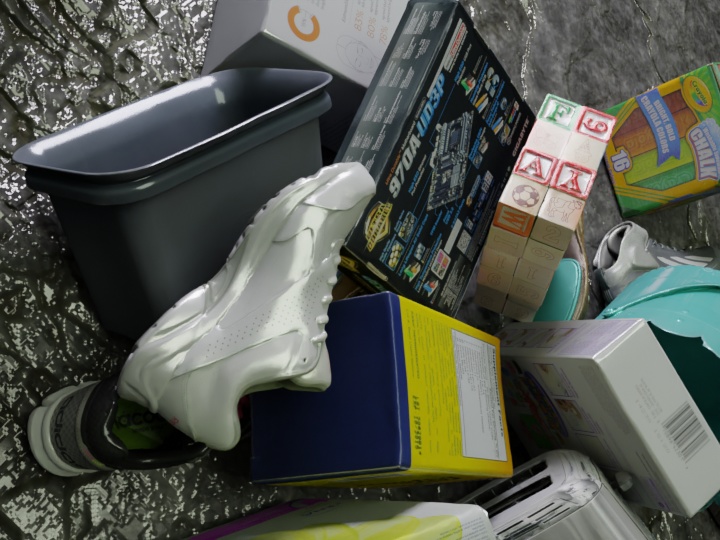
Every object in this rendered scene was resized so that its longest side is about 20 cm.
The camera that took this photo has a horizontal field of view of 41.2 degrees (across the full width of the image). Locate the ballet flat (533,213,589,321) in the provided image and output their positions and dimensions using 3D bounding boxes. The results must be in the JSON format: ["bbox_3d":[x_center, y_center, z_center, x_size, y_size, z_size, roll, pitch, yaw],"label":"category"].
[{"bbox_3d":[0.195,-0.003,0.933,0.072,0.068,0.200,36,49,-49],"label":"ballet flat"}]

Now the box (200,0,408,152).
[{"bbox_3d":[-0.014,-0.180,0.789,0.200,0.097,0.125,24,62,-32],"label":"box"}]

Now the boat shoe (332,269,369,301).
[{"bbox_3d":[0.000,0.000,0.758,0.200,0.072,0.072,-48,115,-35],"label":"boat shoe"}]

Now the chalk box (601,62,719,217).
[{"bbox_3d":[0.377,-0.147,1.030,0.124,0.200,0.125,-12,83,-41],"label":"chalk box"}]

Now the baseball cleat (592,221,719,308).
[{"bbox_3d":[0.323,-0.013,1.028,0.200,0.070,0.107,-25,92,-42],"label":"baseball cleat"}]

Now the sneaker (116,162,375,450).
[{"bbox_3d":[-0.046,0.023,0.572,0.099,0.078,0.200,40,75,0],"label":"sneaker"}]

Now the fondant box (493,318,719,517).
[{"bbox_3d":[0.188,0.114,0.784,0.058,0.200,0.144,-36,99,-20],"label":"fondant box"}]

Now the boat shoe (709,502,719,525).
[{"bbox_3d":[0.426,0.254,1.025,0.072,0.076,0.200,-38,110,-44],"label":"boat shoe"}]

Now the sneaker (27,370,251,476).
[{"bbox_3d":[-0.107,0.088,0.624,0.200,0.087,0.074,-10,90,-40],"label":"sneaker"}]

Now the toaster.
[{"bbox_3d":[0.135,0.231,0.737,0.129,0.200,0.114,58,10,-3],"label":"toaster"}]

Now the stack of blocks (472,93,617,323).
[{"bbox_3d":[0.142,-0.033,0.792,0.058,0.200,0.115,22,61,9],"label":"stack of blocks"}]

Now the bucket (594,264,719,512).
[{"bbox_3d":[0.295,0.102,0.885,0.207,0.207,0.135,57,45,-9],"label":"bucket"}]

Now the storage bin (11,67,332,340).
[{"bbox_3d":[-0.115,-0.044,0.650,0.200,0.145,0.135,-33,124,-41],"label":"storage bin"}]

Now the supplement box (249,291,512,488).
[{"bbox_3d":[0.019,0.093,0.671,0.200,0.109,0.109,25,58,-59],"label":"supplement box"}]

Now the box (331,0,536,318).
[{"bbox_3d":[0.052,-0.074,0.713,0.159,0.046,0.200,39,71,-50],"label":"box"}]

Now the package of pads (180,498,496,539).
[{"bbox_3d":[-0.030,0.189,0.582,0.154,0.200,0.068,-8,86,-41],"label":"package of pads"}]
